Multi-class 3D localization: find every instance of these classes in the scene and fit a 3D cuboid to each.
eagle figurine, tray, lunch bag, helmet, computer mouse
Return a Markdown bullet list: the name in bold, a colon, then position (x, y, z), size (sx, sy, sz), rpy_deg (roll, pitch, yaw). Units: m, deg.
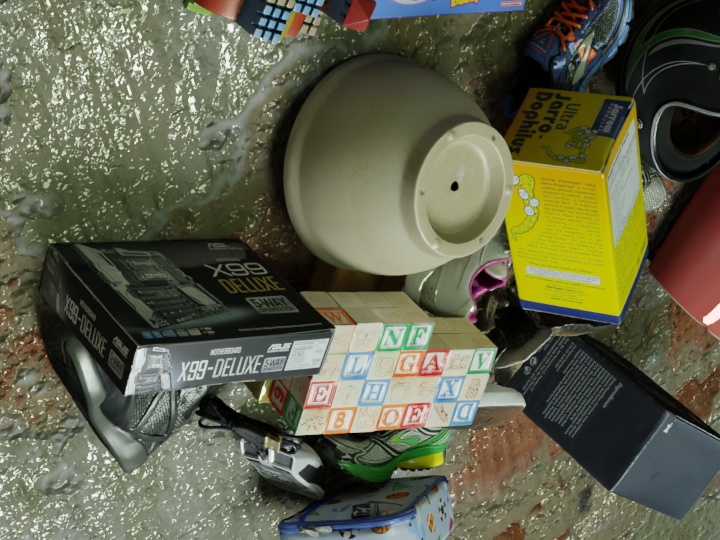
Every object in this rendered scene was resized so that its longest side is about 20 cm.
- **eagle figurine**: position (0.183, 0.056, 1.517), size (0.200, 0.151, 0.152), rpy_deg (38, 72, -45)
- **tray**: position (0.000, 0.000, 1.373), size (0.098, 0.037, 0.202), rpy_deg (-5, 122, -40)
- **lunch bag**: position (0.004, 0.268, 1.467), size (0.200, 0.159, 0.076), rpy_deg (-10, 93, -67)
- **helmet**: position (0.356, -0.195, 1.427), size (0.199, 0.189, 0.202), rpy_deg (8, 79, -49)
- **computer mouse**: position (-0.084, 0.179, 1.406), size (0.044, 0.109, 0.200), rpy_deg (-68, 156, -19)

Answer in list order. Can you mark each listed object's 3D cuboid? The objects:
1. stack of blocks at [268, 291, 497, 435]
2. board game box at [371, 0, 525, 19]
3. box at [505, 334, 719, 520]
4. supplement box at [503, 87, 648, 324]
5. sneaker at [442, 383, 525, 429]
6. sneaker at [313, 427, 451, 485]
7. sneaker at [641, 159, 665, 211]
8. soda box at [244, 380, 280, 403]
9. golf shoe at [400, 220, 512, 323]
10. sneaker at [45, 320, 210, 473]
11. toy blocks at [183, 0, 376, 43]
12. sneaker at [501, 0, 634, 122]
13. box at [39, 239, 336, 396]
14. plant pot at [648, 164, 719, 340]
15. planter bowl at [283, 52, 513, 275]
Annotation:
- **stack of blocks**: position (0.026, 0.083, 1.286), size (0.198, 0.059, 0.116), rpy_deg (1, 118, -33)
- **board game box**: position (0.074, -0.291, 1.205), size (0.199, 0.045, 0.136), rpy_deg (-11, 127, -37)
- **box**: position (0.306, 0.177, 1.662), size (0.196, 0.200, 0.118), rpy_deg (27, 101, -49)
- **supplement box**: position (0.208, -0.061, 1.355), size (0.109, 0.109, 0.201), rpy_deg (-60, 148, -37)
- **sneaker**: position (0.082, 0.119, 1.477), size (0.198, 0.085, 0.073), rpy_deg (4, 150, -23)
- **sneaker**: position (0.026, 0.173, 1.512), size (0.199, 0.078, 0.086), rpy_deg (-7, 119, -49)
- **sneaker**: position (0.268, -0.090, 1.498), size (0.199, 0.085, 0.079), rpy_deg (9, 114, -46)
- **soda box**: position (-0.019, 0.084, 1.341), size (0.198, 0.064, 0.068), rpy_deg (5, 117, -34)
- **golf shoe**: position (0.125, -0.029, 1.400), size (0.201, 0.091, 0.075), rpy_deg (-53, 155, -17)
- **sneaker**: position (-0.201, 0.088, 1.228), size (0.114, 0.076, 0.200), rpy_deg (-39, 142, -15)
- **toy blocks**: position (-0.082, -0.218, 1.049), size (0.199, 0.137, 0.101), rpy_deg (8, 115, -45)
- **sneaker**: position (0.200, -0.218, 1.360), size (0.078, 0.075, 0.202), rpy_deg (2, 117, -39)
- **box**: position (-0.144, 0.034, 1.172), size (0.199, 0.158, 0.050), rpy_deg (-2, 122, -40)
- **plant pot**: position (0.454, -0.021, 1.669), size (0.178, 0.201, 0.200), rpy_deg (-48, 141, 15)
- **planter bowl**: position (0.049, -0.084, 1.237), size (0.199, 0.134, 0.202), rpy_deg (-13, 112, -37)
